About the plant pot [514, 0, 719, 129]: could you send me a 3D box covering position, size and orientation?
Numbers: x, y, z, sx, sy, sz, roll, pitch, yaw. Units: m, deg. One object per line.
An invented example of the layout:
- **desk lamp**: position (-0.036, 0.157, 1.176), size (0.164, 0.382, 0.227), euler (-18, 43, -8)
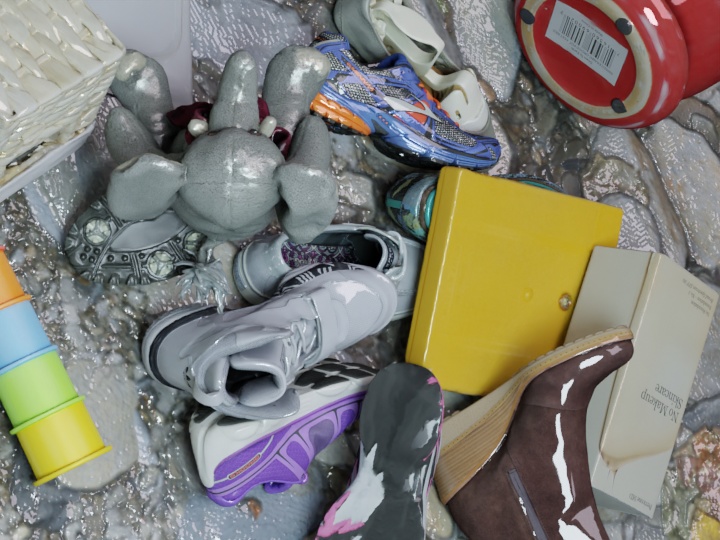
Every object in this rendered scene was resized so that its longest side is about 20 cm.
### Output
- **plant pot**: position (0.247, -0.233, 1.824), size (0.182, 0.200, 0.201), euler (-41, 101, -31)

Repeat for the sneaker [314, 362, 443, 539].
- **sneaker**: position (0.025, 0.165, 1.556), size (0.080, 0.086, 0.200), euler (21, 96, 9)

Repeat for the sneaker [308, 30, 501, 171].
- **sneaker**: position (0.034, -0.133, 1.675), size (0.200, 0.075, 0.079), euler (21, 86, -28)

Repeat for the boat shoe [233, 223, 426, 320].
- **boat shoe**: position (-0.001, -0.001, 1.622), size (0.201, 0.071, 0.070), euler (1, 74, -38)

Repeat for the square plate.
- **square plate**: position (-0.206, -0.234, 1.574), size (0.198, 0.028, 0.200), euler (13, 66, -35)

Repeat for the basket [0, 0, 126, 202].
- **basket**: position (-0.271, -0.160, 1.407), size (0.200, 0.123, 0.136), euler (49, 50, 3)

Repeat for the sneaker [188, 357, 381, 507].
- **sneaker**: position (-0.051, 0.119, 1.554), size (0.200, 0.081, 0.084), euler (-21, 114, -43)

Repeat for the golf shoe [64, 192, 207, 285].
- **golf shoe**: position (-0.127, -0.043, 1.541), size (0.200, 0.088, 0.077), euler (-26, 94, -18)

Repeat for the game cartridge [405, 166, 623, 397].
- **game cartridge**: position (0.125, 0.018, 1.690), size (0.200, 0.032, 0.177), euler (12, 89, -41)

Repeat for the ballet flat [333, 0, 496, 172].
- **ballet flat**: position (0.059, -0.161, 1.731), size (0.200, 0.064, 0.067), euler (46, 52, -16)

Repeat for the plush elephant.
- **plush elephant**: position (-0.092, -0.081, 1.427), size (0.165, 0.155, 0.200), euler (4, 78, -12)

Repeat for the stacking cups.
- **stacking cups**: position (-0.237, 0.045, 1.427), size (0.060, 0.060, 0.200), euler (-23, 89, -41)

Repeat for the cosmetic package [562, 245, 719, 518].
- **cosmetic package**: position (0.216, 0.091, 1.710), size (0.104, 0.073, 0.200), euler (29, 74, -46)

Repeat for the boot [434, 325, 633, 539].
- **boot**: position (0.161, 0.154, 1.623), size (0.166, 0.200, 0.072), euler (59, 14, 11)

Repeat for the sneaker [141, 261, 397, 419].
- **sneaker**: position (-0.049, 0.054, 1.505), size (0.200, 0.115, 0.075), euler (-15, 113, -21)

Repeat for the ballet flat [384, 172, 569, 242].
- **ballet flat**: position (0.100, -0.050, 1.719), size (0.200, 0.074, 0.074), euler (10, 68, -43)
